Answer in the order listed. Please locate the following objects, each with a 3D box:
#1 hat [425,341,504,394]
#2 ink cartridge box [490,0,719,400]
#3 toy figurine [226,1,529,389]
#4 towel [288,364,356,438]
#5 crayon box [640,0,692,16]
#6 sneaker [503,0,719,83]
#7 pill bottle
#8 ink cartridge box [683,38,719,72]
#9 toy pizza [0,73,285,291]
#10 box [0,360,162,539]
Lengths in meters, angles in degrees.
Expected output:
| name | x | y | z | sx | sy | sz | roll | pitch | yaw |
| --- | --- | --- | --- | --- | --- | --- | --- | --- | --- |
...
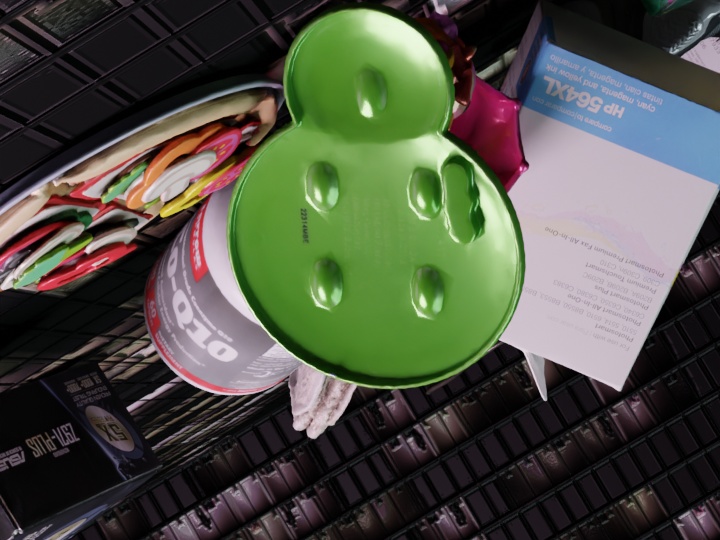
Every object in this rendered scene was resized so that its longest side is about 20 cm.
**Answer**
| name | x | y | z | sx | sy | sz | roll | pitch | yaw |
| --- | --- | --- | --- | --- | --- | --- | --- | --- | --- |
| hat | 0.085 | -0.001 | 1.474 | 0.201 | 0.081 | 0.201 | -49 | -171 | 11 |
| ink cartridge box | 0.124 | -0.036 | 1.169 | 0.129 | 0.125 | 0.200 | -81 | -166 | -72 |
| toy figurine | 0.026 | -0.069 | 1.023 | 0.150 | 0.201 | 0.184 | 3 | -154 | 14 |
| towel | 0.000 | 0.000 | 1.281 | 0.133 | 0.034 | 0.200 | -98 | -148 | -59 |
| crayon box | 0.247 | -0.221 | 1.109 | 0.200 | 0.058 | 0.119 | -27 | 173 | -33 |
| sneaker | 0.189 | -0.157 | 1.276 | 0.200 | 0.076 | 0.114 | -36 | 170 | 22 |
| pill bottle | -0.051 | -0.004 | 1.178 | 0.114 | 0.114 | 0.200 | -28 | 173 | -28 |
| ink cartridge box | 0.325 | -0.173 | 1.419 | 0.084 | 0.145 | 0.200 | -27 | 174 | -47 |
| toy pizza | -0.119 | -0.034 | 0.981 | 0.200 | 0.032 | 0.200 | -30 | 174 | -3 |
| box | -0.253 | 0.158 | 1.243 | 0.200 | 0.086 | 0.164 | -37 | 172 | 25 |
